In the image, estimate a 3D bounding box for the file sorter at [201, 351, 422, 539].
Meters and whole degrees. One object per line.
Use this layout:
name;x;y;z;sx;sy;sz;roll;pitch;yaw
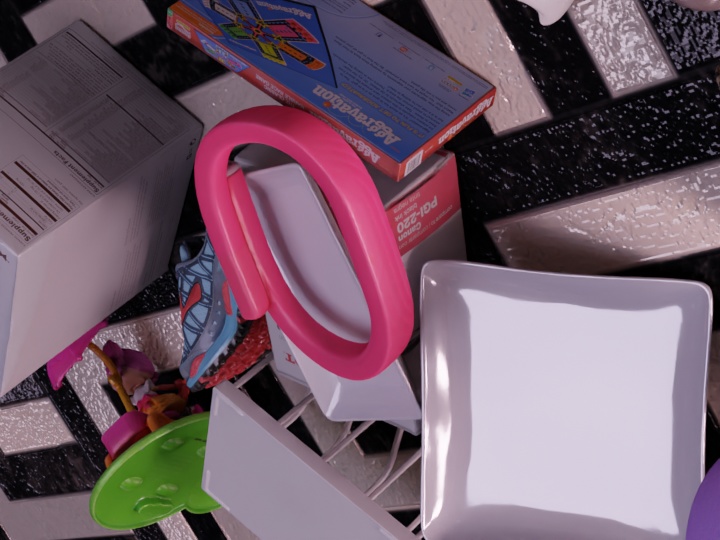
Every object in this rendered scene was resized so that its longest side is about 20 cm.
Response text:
file sorter;-0.007;0.157;1.459;0.200;0.124;0.139;37;144;20

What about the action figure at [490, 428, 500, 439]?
action figure;0.116;0.148;1.334;0.118;0.102;0.201;7;127;29

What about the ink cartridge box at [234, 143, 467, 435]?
ink cartridge box;0.000;0.000;1.348;0.145;0.085;0.201;21;137;36

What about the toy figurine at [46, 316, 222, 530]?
toy figurine;-0.191;0.109;1.638;0.150;0.200;0.185;-43;61;16

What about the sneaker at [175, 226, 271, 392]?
sneaker;-0.107;0.016;1.505;0.096;0.079;0.200;52;140;21

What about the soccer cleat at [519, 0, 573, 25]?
soccer cleat;0.049;-0.217;1.118;0.199;0.069;0.078;37;146;15

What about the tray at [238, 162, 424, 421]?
tray;-0.026;0.015;1.298;0.107;0.022;0.201;-7;115;48

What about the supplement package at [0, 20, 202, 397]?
supplement package;-0.255;-0.049;1.487;0.147;0.200;0.192;39;143;15

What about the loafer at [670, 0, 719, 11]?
loafer;0.137;-0.225;1.019;0.199;0.073;0.071;37;132;12

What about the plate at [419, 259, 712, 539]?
plate;0.136;0.095;1.245;0.198;0.032;0.202;4;103;23

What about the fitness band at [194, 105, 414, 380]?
fitness band;-0.036;-0.017;1.237;0.143;0.037;0.201;4;124;42

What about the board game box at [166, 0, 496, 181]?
board game box;-0.020;-0.140;1.228;0.199;0.103;0.020;35;142;22

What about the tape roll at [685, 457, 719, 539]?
tape roll;0.287;0.176;1.082;0.200;0.200;0.066;49;146;3

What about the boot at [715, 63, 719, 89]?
boot;0.281;-0.042;1.012;0.199;0.073;0.152;14;131;48
